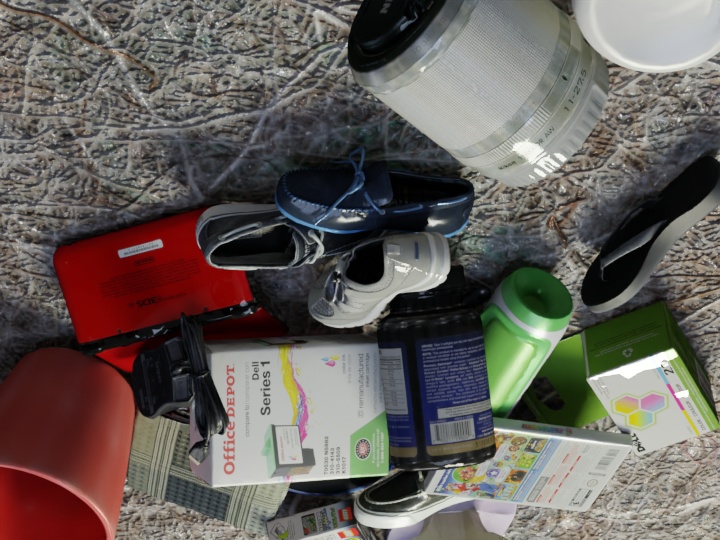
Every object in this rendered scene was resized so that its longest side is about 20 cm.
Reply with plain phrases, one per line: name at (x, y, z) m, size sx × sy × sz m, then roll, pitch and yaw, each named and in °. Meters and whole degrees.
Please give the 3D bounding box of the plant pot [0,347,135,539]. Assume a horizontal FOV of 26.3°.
plant pot at (-0.337, 0.195, 1.669) m, size 0.198 × 0.178 × 0.201 m, roll 9°, pitch 139°, yaw 8°

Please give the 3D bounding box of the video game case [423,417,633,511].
video game case at (0.185, 0.216, 1.715) m, size 0.198 × 0.018 × 0.144 m, roll 8°, pitch 139°, yaw -13°

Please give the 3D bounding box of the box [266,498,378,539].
box at (-0.035, 0.342, 1.875) m, size 0.109 × 0.035 × 0.200 m, roll -16°, pitch 147°, yaw 6°

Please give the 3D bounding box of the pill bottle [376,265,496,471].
pill bottle at (0.075, 0.099, 1.587) m, size 0.111 × 0.112 × 0.202 m, roll -6°, pitch 91°, yaw 5°

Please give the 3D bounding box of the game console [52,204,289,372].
game console at (-0.199, 0.024, 1.638) m, size 0.198 × 0.119 × 0.174 m, roll -14°, pitch 100°, yaw 12°

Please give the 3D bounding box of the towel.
towel at (-0.174, 0.225, 1.780) m, size 0.191 × 0.035 × 0.201 m, roll 20°, pitch 143°, yaw 0°

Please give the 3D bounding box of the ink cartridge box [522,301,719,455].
ink cartridge box at (0.275, 0.138, 1.704) m, size 0.199 × 0.076 × 0.148 m, roll -23°, pitch 129°, yaw 19°

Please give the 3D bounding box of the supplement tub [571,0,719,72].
supplement tub at (0.234, -0.272, 1.243) m, size 0.143 × 0.201 × 0.146 m, roll 0°, pitch 133°, yaw 0°

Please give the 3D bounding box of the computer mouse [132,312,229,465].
computer mouse at (-0.176, 0.132, 1.572) m, size 0.046 × 0.142 × 0.200 m, roll -7°, pitch 165°, yaw -28°

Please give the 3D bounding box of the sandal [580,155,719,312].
sandal at (0.285, -0.042, 1.546) m, size 0.043 × 0.076 × 0.200 m, roll 28°, pitch 116°, yaw -26°

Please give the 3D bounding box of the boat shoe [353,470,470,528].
boat shoe at (0.083, 0.238, 1.788) m, size 0.198 × 0.071 × 0.064 m, roll -17°, pitch 125°, yaw -15°

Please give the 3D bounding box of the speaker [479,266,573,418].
speaker at (0.152, 0.090, 1.653) m, size 0.088 × 0.089 × 0.201 m, roll 16°, pitch 132°, yaw -14°

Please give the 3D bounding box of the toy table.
toy table at (0.113, 0.342, 1.865) m, size 0.182 × 0.118 × 0.201 m, roll 20°, pitch 129°, yaw -18°

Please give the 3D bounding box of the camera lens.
camera lens at (0.100, -0.187, 1.349) m, size 0.199 × 0.161 × 0.160 m, roll 34°, pitch 124°, yaw -28°

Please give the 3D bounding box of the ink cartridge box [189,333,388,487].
ink cartridge box at (-0.075, 0.146, 1.630) m, size 0.198 × 0.084 × 0.146 m, roll -1°, pitch 94°, yaw -20°

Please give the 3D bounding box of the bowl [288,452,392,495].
bowl at (-0.046, 0.189, 1.770) m, size 0.198 × 0.040 × 0.202 m, roll 1°, pitch 135°, yaw 1°

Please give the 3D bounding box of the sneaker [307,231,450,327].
sneaker at (0.000, 0.000, 1.534) m, size 0.081 × 0.075 × 0.200 m, roll 11°, pitch 154°, yaw -35°

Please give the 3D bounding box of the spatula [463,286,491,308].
spatula at (0.068, 0.071, 1.679) m, size 0.056 × 0.021 × 0.200 m, roll 33°, pitch 124°, yaw -28°

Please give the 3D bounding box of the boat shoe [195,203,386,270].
boat shoe at (-0.062, -0.034, 1.530) m, size 0.198 × 0.068 × 0.072 m, roll -3°, pitch 123°, yaw -15°

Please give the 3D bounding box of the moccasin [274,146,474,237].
moccasin at (0.016, -0.083, 1.509) m, size 0.198 × 0.081 × 0.068 m, roll 1°, pitch 144°, yaw -19°
